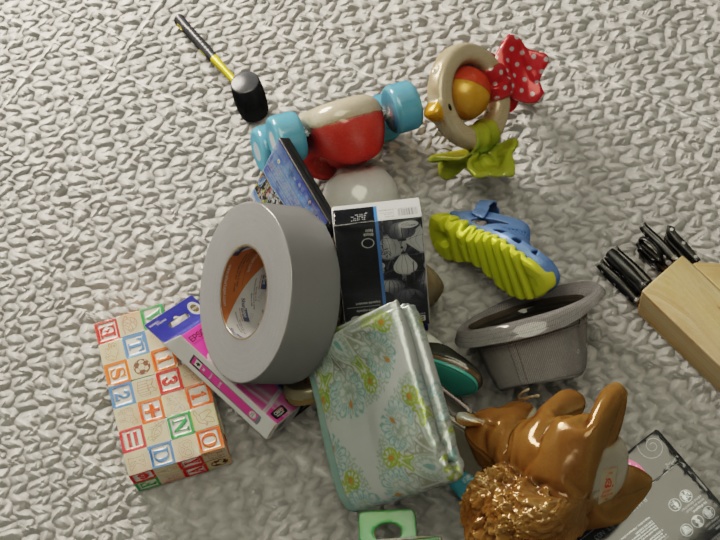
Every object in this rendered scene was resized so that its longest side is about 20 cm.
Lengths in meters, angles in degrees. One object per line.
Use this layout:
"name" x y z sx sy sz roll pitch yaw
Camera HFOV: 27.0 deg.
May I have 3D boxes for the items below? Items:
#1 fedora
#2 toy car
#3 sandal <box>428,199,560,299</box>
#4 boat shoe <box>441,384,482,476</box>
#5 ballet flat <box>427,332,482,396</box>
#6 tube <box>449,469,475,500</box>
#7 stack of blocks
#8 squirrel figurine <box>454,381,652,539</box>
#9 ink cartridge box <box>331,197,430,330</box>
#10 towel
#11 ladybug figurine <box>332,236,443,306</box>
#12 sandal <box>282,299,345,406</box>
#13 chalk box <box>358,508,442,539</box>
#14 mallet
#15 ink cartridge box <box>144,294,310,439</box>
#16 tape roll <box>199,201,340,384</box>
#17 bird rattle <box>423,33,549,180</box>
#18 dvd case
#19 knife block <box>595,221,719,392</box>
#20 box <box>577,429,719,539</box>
"fedora" 0.201 0.083 1.701 0.177 0.200 0.090 -15 96 18
"toy car" -0.012 -0.106 1.825 0.184 0.177 0.200 -16 91 -16
"sandal" 0.169 -0.034 1.772 0.087 0.080 0.200 -29 40 -23
"boat shoe" 0.090 0.153 1.660 0.200 0.067 0.057 39 51 1
"ballet flat" 0.051 0.102 1.728 0.200 0.068 0.068 1 43 23
"tube" 0.128 0.230 1.694 0.077 0.050 0.200 -43 74 -7
"stack of blocks" -0.232 0.143 1.754 0.115 0.059 0.200 -17 64 -4
"squirrel figurine" 0.168 0.203 1.530 0.186 0.142 0.200 14 53 43
"ink cartridge box" 0.026 0.011 1.672 0.099 0.200 0.039 -7 41 0
"towel" 0.019 0.145 1.595 0.048 0.171 0.200 -8 77 -40
"ladybug figurine" 0.000 0.000 1.756 0.200 0.136 0.072 26 77 -8
"sandal" -0.059 0.075 1.736 0.080 0.054 0.200 -13 35 13
"chalk box" 0.034 0.356 1.597 0.124 0.124 0.200 -5 63 4
"mallet" -0.188 -0.277 1.946 0.041 0.066 0.200 -34 66 -12
"ink cartridge box" -0.148 0.102 1.739 0.200 0.037 0.095 40 37 12
"tape roll" -0.103 0.026 1.661 0.066 0.200 0.201 6 58 -35
"bird rattle" 0.150 -0.210 1.828 0.113 0.163 0.200 10 72 48
"dvd case" -0.097 -0.033 1.736 0.018 0.200 0.143 -3 48 -37
"knife block" 0.362 0.044 1.748 0.175 0.064 0.200 2 65 7
"box" 0.277 0.290 1.607 0.200 0.115 0.132 -36 74 -11
